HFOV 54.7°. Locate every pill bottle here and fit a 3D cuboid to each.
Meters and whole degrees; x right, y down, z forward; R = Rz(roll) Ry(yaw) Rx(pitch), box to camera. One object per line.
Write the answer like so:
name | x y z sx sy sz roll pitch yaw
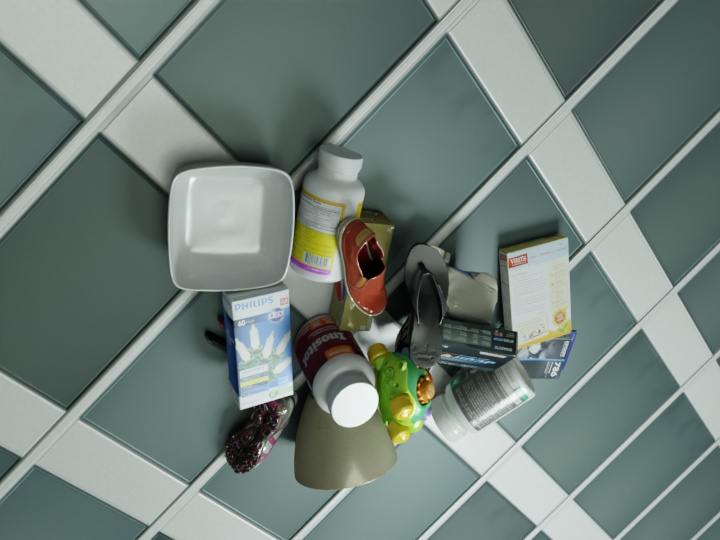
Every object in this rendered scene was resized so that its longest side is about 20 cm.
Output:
pill bottle | -0.040 0.173 1.203 0.110 0.200 0.116 -9 119 -18
pill bottle | -0.051 -0.092 1.126 0.101 0.104 0.205 4 113 -24
pill bottle | 0.241 0.253 1.397 0.198 0.114 0.113 -36 124 14

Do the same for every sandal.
sandal | 0.113 0.057 1.146 0.074 0.043 0.207 -3 89 -4

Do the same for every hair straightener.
hair straightener | -0.203 0.162 1.233 0.077 0.041 0.200 -45 127 4

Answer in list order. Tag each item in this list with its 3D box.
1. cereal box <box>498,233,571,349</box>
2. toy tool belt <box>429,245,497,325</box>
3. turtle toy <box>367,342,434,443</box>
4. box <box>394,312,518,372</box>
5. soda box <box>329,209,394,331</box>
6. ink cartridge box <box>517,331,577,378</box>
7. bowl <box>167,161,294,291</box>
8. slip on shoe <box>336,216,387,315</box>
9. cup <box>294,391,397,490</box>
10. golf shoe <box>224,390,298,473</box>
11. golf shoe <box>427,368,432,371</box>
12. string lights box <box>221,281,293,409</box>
cereal box | 0.348 0.042 1.378 0.140 0.039 0.206 -13 108 -17
toy tool belt | 0.145 0.035 1.263 0.196 0.122 0.128 25 78 -25
turtle toy | 0.077 0.219 1.223 0.098 0.148 0.203 -15 139 -14
box | 0.167 0.133 1.251 0.194 0.159 0.047 10 71 -3
soda box | 0.000 0.000 1.213 0.062 0.068 0.205 2 114 -23
ink cartridge box | 0.381 0.179 1.479 0.194 0.039 0.102 2 113 -24
bowl | -0.204 -0.076 1.088 0.194 0.075 0.205 -2 116 -21
slip on shoe | 0.012 0.004 1.126 0.074 0.061 0.203 -40 138 -24
cup | -0.038 0.292 1.287 0.195 0.200 0.148 -12 98 -16
golf shoe | -0.178 0.300 1.284 0.201 0.073 0.091 -52 161 27
golf shoe | 0.109 0.207 1.347 0.077 0.095 0.202 29 100 -30
string lights box | -0.171 0.120 1.165 0.100 0.059 0.206 -13 118 -25
